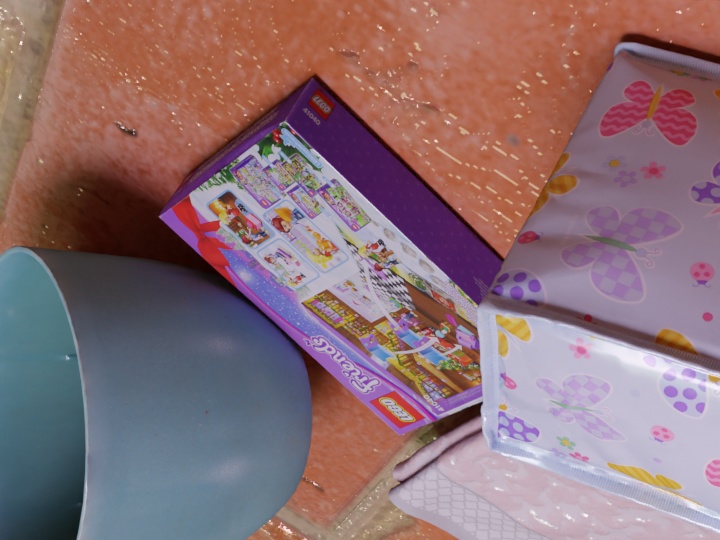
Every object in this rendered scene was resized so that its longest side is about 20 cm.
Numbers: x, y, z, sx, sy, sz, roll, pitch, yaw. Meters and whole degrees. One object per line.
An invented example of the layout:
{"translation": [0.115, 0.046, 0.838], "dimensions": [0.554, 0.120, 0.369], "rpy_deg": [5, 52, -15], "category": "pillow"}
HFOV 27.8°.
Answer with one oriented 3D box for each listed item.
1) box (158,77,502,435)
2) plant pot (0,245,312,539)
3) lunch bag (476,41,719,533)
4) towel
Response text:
{"translation": [0.000, 0.000, 0.806], "dimensions": [0.200, 0.039, 0.136], "rpy_deg": [43, 140, -16], "category": "box"}
{"translation": [-0.126, 0.086, 0.860], "dimensions": [0.159, 0.203, 0.200], "rpy_deg": [-1, 159, -33], "category": "plant pot"}
{"translation": [0.168, 0.011, 0.594], "dimensions": [0.198, 0.170, 0.128], "rpy_deg": [20, 144, 19], "category": "lunch bag"}
{"translation": [0.140, 0.144, 0.856], "dimensions": [0.199, 0.032, 0.191], "rpy_deg": [32, 144, -17], "category": "towel"}
